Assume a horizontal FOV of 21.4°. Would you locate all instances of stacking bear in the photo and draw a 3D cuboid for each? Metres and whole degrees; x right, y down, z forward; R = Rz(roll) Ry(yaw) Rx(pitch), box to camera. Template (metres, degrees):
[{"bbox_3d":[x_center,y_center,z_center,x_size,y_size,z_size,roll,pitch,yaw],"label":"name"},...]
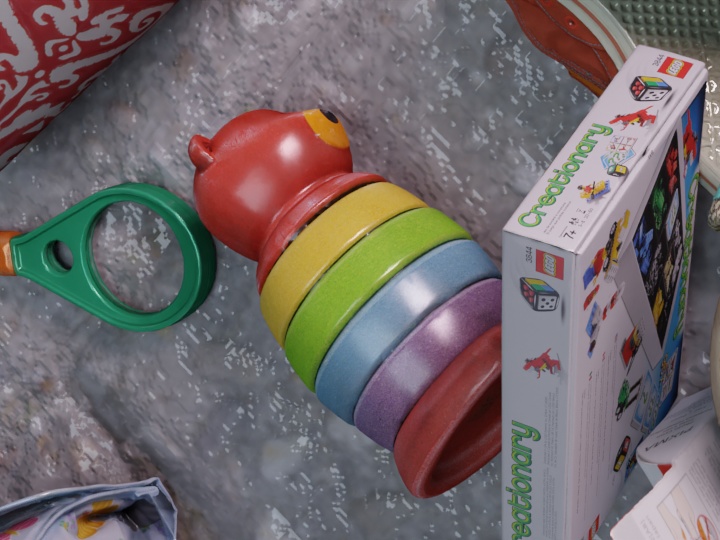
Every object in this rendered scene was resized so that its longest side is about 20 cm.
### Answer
[{"bbox_3d":[0.000,0.000,0.906,0.200,0.121,0.114,46,113,19],"label":"stacking bear"}]

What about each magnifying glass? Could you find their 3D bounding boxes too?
[{"bbox_3d":[-0.168,-0.009,1.037,0.200,0.022,0.080,1,106,25],"label":"magnifying glass"}]

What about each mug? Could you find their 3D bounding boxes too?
[{"bbox_3d":[-0.183,-0.155,0.940,0.178,0.133,0.200,52,125,4],"label":"mug"}]

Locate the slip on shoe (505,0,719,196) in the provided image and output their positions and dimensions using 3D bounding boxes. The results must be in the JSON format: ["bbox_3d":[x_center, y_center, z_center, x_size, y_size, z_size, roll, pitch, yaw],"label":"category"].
[{"bbox_3d":[0.122,-0.101,0.838,0.200,0.074,0.061,45,157,0],"label":"slip on shoe"}]

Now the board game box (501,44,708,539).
[{"bbox_3d":[0.101,0.022,0.802,0.035,0.126,0.200,20,138,23],"label":"board game box"}]

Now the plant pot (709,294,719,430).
[{"bbox_3d":[0.253,0.034,0.788,0.201,0.093,0.201,8,108,24],"label":"plant pot"}]

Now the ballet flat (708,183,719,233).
[{"bbox_3d":[0.204,0.030,0.699,0.200,0.068,0.075,43,79,-5],"label":"ballet flat"}]

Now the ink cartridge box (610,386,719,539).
[{"bbox_3d":[0.163,0.146,0.806,0.047,0.200,0.160,-29,91,33],"label":"ink cartridge box"}]

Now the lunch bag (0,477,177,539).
[{"bbox_3d":[-0.199,0.196,1.010,0.169,0.200,0.127,-24,109,30],"label":"lunch bag"}]
